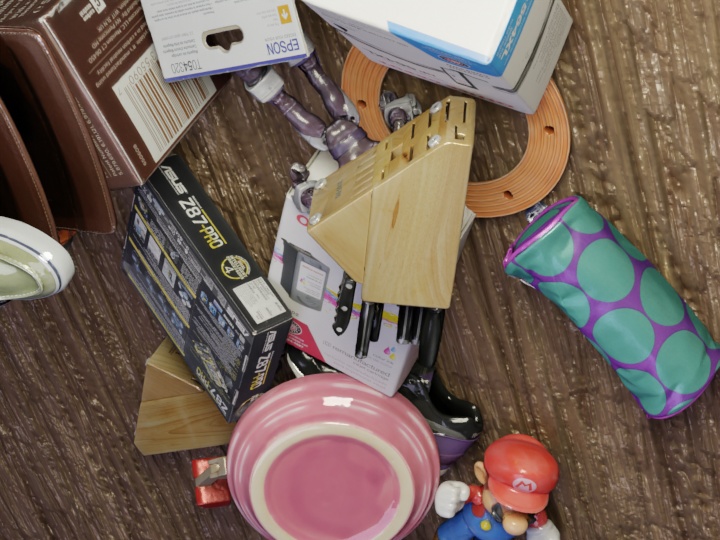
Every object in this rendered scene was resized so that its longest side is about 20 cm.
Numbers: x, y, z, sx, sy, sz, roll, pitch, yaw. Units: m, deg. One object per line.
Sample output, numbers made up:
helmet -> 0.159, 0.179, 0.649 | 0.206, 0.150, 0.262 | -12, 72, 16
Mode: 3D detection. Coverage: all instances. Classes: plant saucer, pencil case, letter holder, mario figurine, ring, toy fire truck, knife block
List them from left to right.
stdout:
letter holder -> -0.291, -0.083, 1.353 | 0.142, 0.101, 0.200 | 5, 132, 25
knife block -> -0.132, 0.139, 1.728 | 0.175, 0.064, 0.200 | 26, 137, 9
toy fire truck -> -0.099, 0.194, 1.702 | 0.140, 0.049, 0.200 | -7, 166, -3
plant saucer -> -0.026, 0.191, 1.581 | 0.200, 0.051, 0.201 | 1, 117, 1
knife block -> 0.052, -0.016, 1.322 | 0.200, 0.064, 0.176 | -32, 119, 26
ring -> 0.078, -0.128, 1.391 | 0.200, 0.019, 0.201 | 16, 134, 18
mario figurine -> 0.129, 0.238, 1.620 | 0.106, 0.123, 0.200 | 50, 147, 20
pencil case -> 0.206, 0.030, 1.406 | 0.200, 0.085, 0.092 | 45, 121, -11

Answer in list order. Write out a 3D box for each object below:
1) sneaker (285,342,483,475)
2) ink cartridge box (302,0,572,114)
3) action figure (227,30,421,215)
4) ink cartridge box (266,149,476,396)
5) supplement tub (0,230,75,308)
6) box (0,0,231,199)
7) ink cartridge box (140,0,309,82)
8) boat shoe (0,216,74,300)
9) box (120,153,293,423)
sneaker -> 0.027, 0.102, 1.606 | 0.200, 0.076, 0.088 | 36, 125, -9
ink cartridge box -> 0.059, -0.185, 1.218 | 0.146, 0.085, 0.200 | 21, 180, 16
action figure -> -0.019, -0.114, 1.370 | 0.200, 0.130, 0.069 | 51, 177, -10
ink cartridge box -> 0.000, 0.000, 1.494 | 0.147, 0.086, 0.200 | 28, 145, 9
supplement tub -> -0.359, -0.033, 1.670 | 0.123, 0.123, 0.200 | 46, 137, -13
box -> -0.253, -0.169, 1.447 | 0.199, 0.166, 0.165 | -7, 125, 35
ink cartridge box -> -0.111, -0.252, 1.300 | 0.196, 0.043, 0.201 | 0, 111, 51
boat shoe -> -0.318, -0.001, 1.326 | 0.199, 0.062, 0.072 | 6, 133, 19
box -> -0.144, 0.018, 1.566 | 0.200, 0.049, 0.161 | 52, 148, 22
